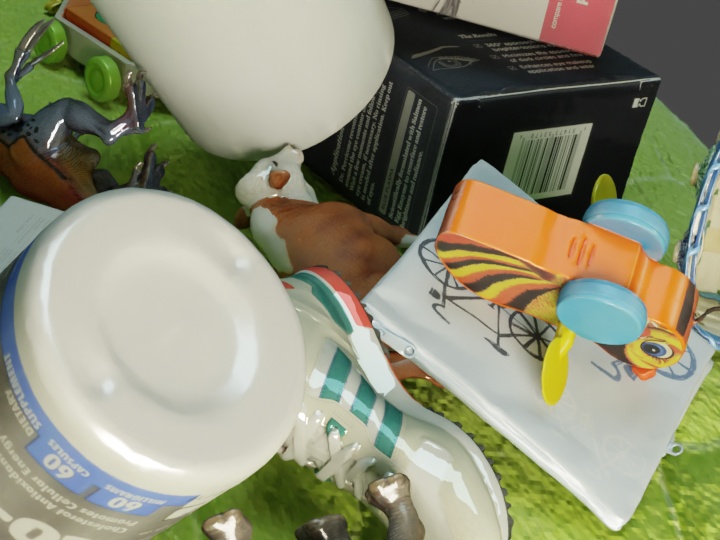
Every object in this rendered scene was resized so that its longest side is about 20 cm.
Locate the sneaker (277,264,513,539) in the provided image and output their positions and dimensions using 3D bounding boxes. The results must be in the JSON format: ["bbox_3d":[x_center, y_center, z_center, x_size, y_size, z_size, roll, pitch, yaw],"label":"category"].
[{"bbox_3d":[-0.013,0.081,0.769,0.093,0.071,0.200,-10,50,-36],"label":"sneaker"}]

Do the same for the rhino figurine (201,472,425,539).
[{"bbox_3d":[-0.049,0.147,0.658,0.199,0.060,0.088,-9,61,-34],"label":"rhino figurine"}]

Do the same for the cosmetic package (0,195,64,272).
[{"bbox_3d":[-0.147,0.041,0.823,0.150,0.052,0.200,15,28,5],"label":"cosmetic package"}]

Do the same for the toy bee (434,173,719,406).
[{"bbox_3d":[0.134,0.023,0.861,0.200,0.109,0.131,36,67,19],"label":"toy bee"}]

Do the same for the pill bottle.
[{"bbox_3d":[-0.119,0.061,0.626,0.113,0.200,0.114,19,54,-29],"label":"pill bottle"}]

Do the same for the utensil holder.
[{"bbox_3d":[-0.082,-0.188,0.983,0.169,0.200,0.171,-13,51,16],"label":"utensil holder"}]

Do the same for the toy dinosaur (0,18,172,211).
[{"bbox_3d":[-0.212,-0.087,0.999,0.180,0.105,0.200,0,37,18],"label":"toy dinosaur"}]

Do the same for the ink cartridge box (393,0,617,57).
[{"bbox_3d":[0.090,-0.234,1.147,0.199,0.083,0.147,16,29,4],"label":"ink cartridge box"}]

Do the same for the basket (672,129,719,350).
[{"bbox_3d":[0.269,-0.013,0.984,0.138,0.177,0.200,9,9,-7],"label":"basket"}]

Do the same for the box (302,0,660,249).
[{"bbox_3d":[0.064,-0.119,1.136,0.196,0.118,0.200,-9,36,-37],"label":"box"}]

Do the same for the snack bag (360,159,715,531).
[{"bbox_3d":[0.103,0.039,0.899,0.188,0.021,0.200,40,37,1],"label":"snack bag"}]

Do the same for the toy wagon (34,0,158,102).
[{"bbox_3d":[-0.171,-0.180,1.228,0.155,0.040,0.200,-16,40,-43],"label":"toy wagon"}]

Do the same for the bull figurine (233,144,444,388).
[{"bbox_3d":[0.000,0.000,0.946,0.121,0.065,0.200,6,33,-27],"label":"bull figurine"}]
